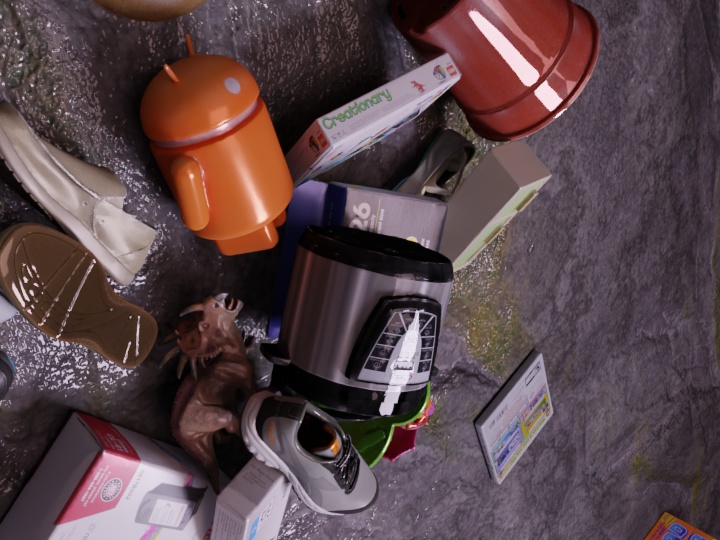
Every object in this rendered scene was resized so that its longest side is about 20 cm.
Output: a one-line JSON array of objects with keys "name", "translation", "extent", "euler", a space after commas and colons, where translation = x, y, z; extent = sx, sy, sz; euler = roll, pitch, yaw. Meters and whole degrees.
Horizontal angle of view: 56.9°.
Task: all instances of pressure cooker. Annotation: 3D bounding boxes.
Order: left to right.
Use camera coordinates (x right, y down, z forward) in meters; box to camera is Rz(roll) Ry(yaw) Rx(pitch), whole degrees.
[{"name": "pressure cooker", "translation": [0.001, 0.065, 0.710], "extent": [0.178, 0.173, 0.203], "euler": [-16, 121, -71]}]

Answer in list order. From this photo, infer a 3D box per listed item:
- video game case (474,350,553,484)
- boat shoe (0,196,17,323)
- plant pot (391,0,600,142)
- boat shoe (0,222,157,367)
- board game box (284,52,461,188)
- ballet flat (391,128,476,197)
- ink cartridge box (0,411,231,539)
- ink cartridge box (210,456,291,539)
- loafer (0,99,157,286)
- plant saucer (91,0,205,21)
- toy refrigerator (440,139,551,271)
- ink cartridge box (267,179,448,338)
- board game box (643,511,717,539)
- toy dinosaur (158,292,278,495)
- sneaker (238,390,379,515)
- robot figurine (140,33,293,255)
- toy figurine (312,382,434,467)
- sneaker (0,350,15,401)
[{"name": "video game case", "translation": [0.301, 0.284, 1.282], "extent": [0.200, 0.022, 0.184], "euler": [-43, 131, -26]}, {"name": "boat shoe", "translation": [-0.308, -0.051, 0.505], "extent": [0.071, 0.072, 0.202], "euler": [-36, 126, -24]}, {"name": "plant pot", "translation": [0.152, -0.295, 0.799], "extent": [0.194, 0.200, 0.203], "euler": [30, 84, -38]}, {"name": "boat shoe", "translation": [-0.249, 0.022, 0.566], "extent": [0.073, 0.064, 0.201], "euler": [-61, 155, -18]}, {"name": "board game box", "translation": [0.008, -0.165, 0.741], "extent": [0.199, 0.126, 0.035], "euler": [-35, 93, -30]}, {"name": "ballet flat", "translation": [0.086, -0.106, 0.877], "extent": [0.201, 0.063, 0.068], "euler": [-52, 161, -19]}, {"name": "ink cartridge box", "translation": [-0.240, 0.252, 0.683], "extent": [0.200, 0.085, 0.149], "euler": [38, 78, -45]}, {"name": "ink cartridge box", "translation": [-0.105, 0.261, 0.761], "extent": [0.176, 0.044, 0.202], "euler": [-46, 159, -47]}, {"name": "loafer", "translation": [-0.245, -0.070, 0.567], "extent": [0.069, 0.075, 0.201], "euler": [-50, 143, -20]}, {"name": "plant saucer", "translation": [-0.178, -0.318, 0.560], "extent": [0.198, 0.035, 0.204], "euler": [-19, 119, -39]}, {"name": "toy refrigerator", "translation": [0.158, -0.074, 0.884], "extent": [0.075, 0.070, 0.201], "euler": [-23, 159, -41]}, {"name": "ink cartridge box", "translation": [0.000, 0.000, 0.810], "extent": [0.197, 0.047, 0.201], "euler": [4, 103, -27]}, {"name": "board game box", "translation": [1.020, 0.956, 2.131], "extent": [0.198, 0.198, 0.203], "euler": [-31, 125, -33]}, {"name": "toy dinosaur", "translation": [-0.162, 0.124, 0.700], "extent": [0.135, 0.085, 0.203], "euler": [22, 81, -46]}, {"name": "sneaker", "translation": [-0.036, 0.192, 0.670], "extent": [0.200, 0.078, 0.075], "euler": [49, 46, -36]}, {"name": "robot figurine", "translation": [-0.133, -0.111, 0.626], "extent": [0.143, 0.116, 0.202], "euler": [-39, 129, -27]}, {"name": "toy figurine", "translation": [0.036, 0.190, 0.891], "extent": [0.198, 0.152, 0.184], "euler": [-28, 154, 18]}, {"name": "sneaker", "translation": [-0.363, 0.130, 0.515], "extent": [0.199, 0.081, 0.074], "euler": [-31, 124, -34]}]
